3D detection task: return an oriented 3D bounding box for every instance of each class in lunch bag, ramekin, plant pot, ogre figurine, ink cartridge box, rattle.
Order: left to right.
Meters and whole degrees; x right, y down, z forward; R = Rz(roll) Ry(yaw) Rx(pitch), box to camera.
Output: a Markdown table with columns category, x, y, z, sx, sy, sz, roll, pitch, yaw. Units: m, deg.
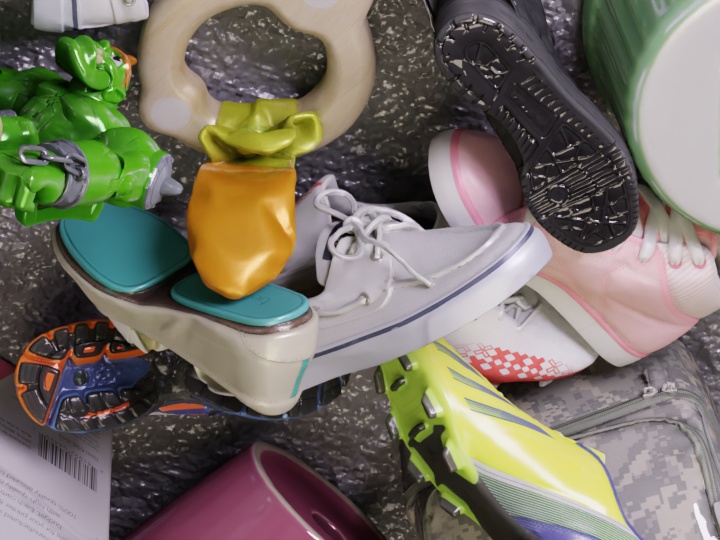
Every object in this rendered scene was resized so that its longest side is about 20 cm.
| category | x | y | z | sx | sy | sz | roll | pitch | yaw |
| --- | --- | --- | --- | --- | --- | --- | --- | --- | --- |
| ink cartridge box | -0.215 | 0.140 | 1.543 | 0.145 | 0.200 | 0.085 | 34 | 116 | -25 |
| ogre figurine | -0.173 | -0.073 | 1.418 | 0.120 | 0.200 | 0.099 | 8 | 88 | -39 |
| plant pot | -0.073 | 0.206 | 1.622 | 0.200 | 0.200 | 0.179 | 38 | 99 | -27 |
| rattle | -0.043 | -0.112 | 1.417 | 0.130 | 0.143 | 0.200 | 33 | 125 | -4 |
| lunch bag | 0.129 | 0.150 | 1.597 | 0.199 | 0.168 | 0.140 | -18 | 126 | 8 |
| ramekin | 0.219 | -0.110 | 1.456 | 0.199 | 0.098 | 0.201 | -2 | 127 | -3 |

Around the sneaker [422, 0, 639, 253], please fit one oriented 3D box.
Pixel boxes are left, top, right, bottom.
| category | x | y | z | sx | sy | sz | roll | pitch | yaw |
| --- | --- | --- | --- | --- | --- | --- | --- | --- | --- |
| sneaker | 0.080 | -0.108 | 1.444 | 0.060 | 0.104 | 0.200 | -28 | 123 | 17 |

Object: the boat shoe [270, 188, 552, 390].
| category | x | y | z | sx | sy | sz | roll | pitch | yaw |
| --- | --- | --- | --- | --- | --- | --- | --- | --- | --- |
| boat shoe | 0.001 | -0.002 | 1.472 | 0.202 | 0.075 | 0.086 | -21 | 106 | 37 |

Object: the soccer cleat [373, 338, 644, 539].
| category | x | y | z | sx | sy | sz | roll | pitch | yaw |
| --- | --- | --- | --- | --- | --- | --- | --- | --- | --- |
| soccer cleat | 0.084 | 0.103 | 1.514 | 0.084 | 0.200 | 0.065 | -31 | 165 | -28 |

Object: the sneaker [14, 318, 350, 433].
| category | x | y | z | sx | sy | sz | roll | pitch | yaw |
| --- | --- | --- | --- | --- | --- | --- | --- | --- | --- |
| sneaker | -0.100 | 0.048 | 1.573 | 0.199 | 0.078 | 0.076 | -1 | 92 | -19 |

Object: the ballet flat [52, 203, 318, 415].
| category | x | y | z | sx | sy | sz | roll | pitch | yaw |
| --- | --- | --- | --- | --- | --- | --- | --- | --- | --- |
| ballet flat | -0.095 | 0.023 | 1.482 | 0.069 | 0.200 | 0.070 | -18 | 120 | -34 |

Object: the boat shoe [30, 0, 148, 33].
| category | x | y | z | sx | sy | sz | roll | pitch | yaw |
| --- | --- | --- | --- | --- | --- | --- | --- | --- | --- |
| boat shoe | -0.131 | -0.204 | 1.387 | 0.066 | 0.074 | 0.200 | -2 | 139 | -6 |

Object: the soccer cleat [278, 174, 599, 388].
| category | x | y | z | sx | sy | sz | roll | pitch | yaw |
| --- | --- | --- | --- | --- | --- | --- | --- | --- | --- |
| soccer cleat | 0.048 | 0.005 | 1.547 | 0.199 | 0.069 | 0.085 | 19 | 135 | -12 |

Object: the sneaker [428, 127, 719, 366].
| category | x | y | z | sx | sy | sz | roll | pitch | yaw |
| --- | --- | --- | --- | --- | --- | --- | --- | --- | --- |
| sneaker | 0.129 | -0.029 | 1.517 | 0.104 | 0.076 | 0.200 | -26 | 133 | 30 |
